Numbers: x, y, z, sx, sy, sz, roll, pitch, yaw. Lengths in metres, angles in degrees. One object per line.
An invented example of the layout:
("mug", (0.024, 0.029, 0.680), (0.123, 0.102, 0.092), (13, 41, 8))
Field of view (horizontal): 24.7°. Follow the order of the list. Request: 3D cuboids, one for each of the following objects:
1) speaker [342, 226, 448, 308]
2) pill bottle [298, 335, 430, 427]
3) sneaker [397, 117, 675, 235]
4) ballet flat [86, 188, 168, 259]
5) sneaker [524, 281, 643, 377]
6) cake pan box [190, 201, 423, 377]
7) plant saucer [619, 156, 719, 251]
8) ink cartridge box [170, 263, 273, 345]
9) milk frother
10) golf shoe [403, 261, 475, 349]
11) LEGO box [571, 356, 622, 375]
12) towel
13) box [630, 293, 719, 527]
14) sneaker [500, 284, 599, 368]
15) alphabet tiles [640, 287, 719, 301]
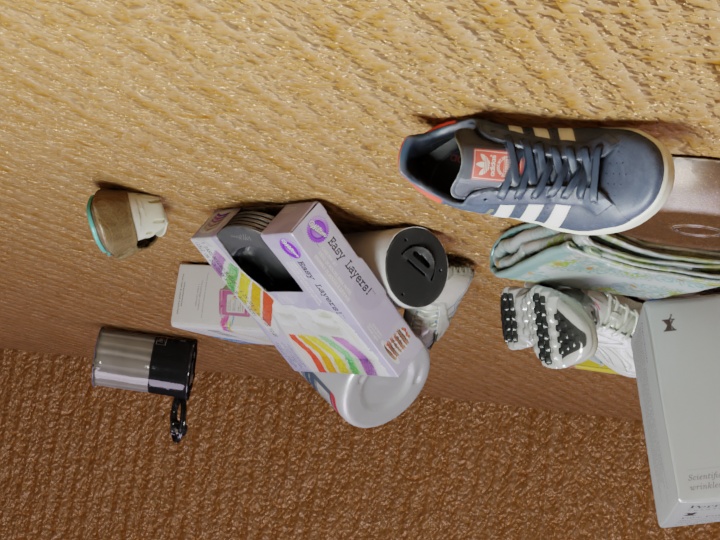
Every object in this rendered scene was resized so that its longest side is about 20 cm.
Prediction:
("speaker", (0.000, 0.000, 1.664), (0.081, 0.082, 0.199), (14, 170, -34))
("pill bottle", (-0.025, 0.069, 1.810), (0.119, 0.120, 0.200), (17, -160, -47))
("sneaker", (0.111, -0.066, 1.111), (0.199, 0.076, 0.084), (2, 174, 39))
("ballet flat", (-0.230, -0.047, 1.654), (0.072, 0.068, 0.200), (-12, 173, -5))
("sneaker", (0.253, 0.053, 1.704), (0.199, 0.078, 0.099), (18, 169, 16))
("cake pan box", (-0.055, 0.017, 1.618), (0.184, 0.052, 0.200), (-1, 131, 51))
("plant saucer", (0.258, -0.046, 1.252), (0.199, 0.037, 0.200), (7, 171, 1))
("ink cartridge box", (-0.115, 0.047, 2.074), (0.199, 0.085, 0.144), (4, 171, 36))
("milk frother", (-0.416, 0.221, 3.166), (0.186, 0.202, 0.181), (8, 176, 0))
("golf shoe", (0.080, 0.040, 1.797), (0.078, 0.098, 0.200), (9, 170, 5))
("LEGO box", (0.345, 0.084, 1.824), (0.148, 0.078, 0.199), (9, 177, -44))
("towel", (0.228, -0.009, 1.490), (0.170, 0.049, 0.200), (11, 171, -17))
("box", (0.376, 0.131, 1.584), (0.197, 0.202, 0.131), (-6, 160, 1))
("sneaker", (0.192, 0.046, 1.550), (0.080, 0.076, 0.200), (-5, -172, -10))
("alphabet tiles", (0.366, 0.023, 1.685), (0.199, 0.015, 0.195), (15, 169, -40))
